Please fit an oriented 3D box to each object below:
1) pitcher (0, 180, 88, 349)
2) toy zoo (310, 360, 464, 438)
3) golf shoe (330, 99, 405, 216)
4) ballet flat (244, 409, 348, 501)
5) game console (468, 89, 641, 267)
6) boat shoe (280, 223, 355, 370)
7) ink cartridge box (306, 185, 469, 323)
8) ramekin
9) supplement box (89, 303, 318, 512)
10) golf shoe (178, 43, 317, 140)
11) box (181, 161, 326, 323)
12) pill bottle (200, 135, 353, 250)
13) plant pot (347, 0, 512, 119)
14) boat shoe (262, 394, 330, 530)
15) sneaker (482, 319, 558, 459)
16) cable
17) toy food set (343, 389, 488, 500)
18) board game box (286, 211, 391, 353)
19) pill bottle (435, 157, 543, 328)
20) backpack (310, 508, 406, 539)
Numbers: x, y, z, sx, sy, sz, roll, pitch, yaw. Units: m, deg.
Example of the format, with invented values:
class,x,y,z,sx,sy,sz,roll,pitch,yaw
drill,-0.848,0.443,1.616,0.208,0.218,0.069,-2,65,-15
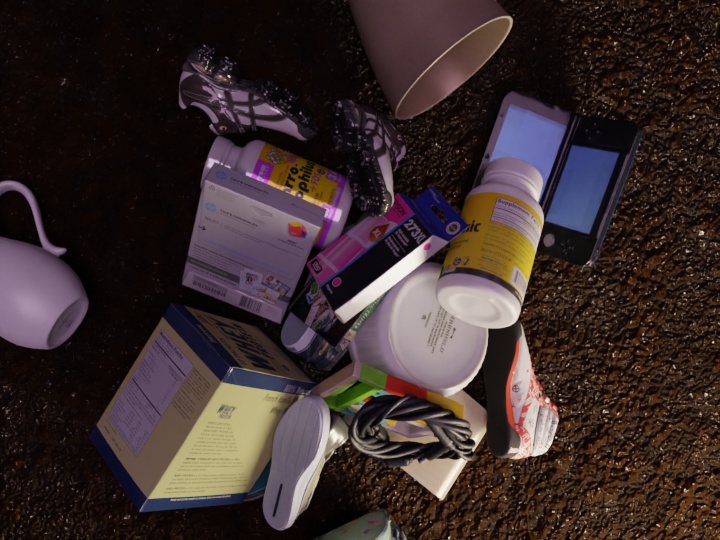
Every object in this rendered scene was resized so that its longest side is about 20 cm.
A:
class,x,y,z,sx,sy,sz,roll,pitch,yaw
pitcher,-0.452,-0.008,0.869,0.198,0.121,0.174,34,79,3
toy zoo,0.046,0.180,0.859,0.196,0.131,0.021,24,57,-19
golf shoe,0.026,-0.151,0.845,0.092,0.203,0.079,2,138,-22
ballet flat,-0.098,0.283,0.954,0.199,0.068,0.064,-39,123,8
game console,0.260,-0.131,0.905,0.116,0.170,0.205,14,98,-33
boat shoe,-0.033,0.038,0.931,0.091,0.070,0.203,41,75,-41
ink cartridge box,0.032,-0.030,0.823,0.198,0.095,0.037,-36,139,-1
ramekin,0.085,0.082,0.890,0.197,0.094,0.209,4,80,-24
supplement box,-0.197,0.180,0.848,0.133,0.199,0.202,36,95,31
golf shoe,-0.154,-0.217,0.886,0.197,0.078,0.096,29,112,-6
box,-0.146,-0.028,0.862,0.152,0.042,0.202,21,136,-6
pill bottle,-0.111,-0.108,0.880,0.195,0.104,0.107,21,96,-7
plant pot,0.065,-0.338,0.839,0.185,0.187,0.203,-34,85,1
boat shoe,-0.081,0.252,0.878,0.071,0.062,0.205,28,111,23
sneaker,0.242,0.174,0.973,0.106,0.067,0.208,11,77,-33
cable,0.067,0.214,0.835,0.158,0.202,0.052,4,57,13
toy food set,0.090,0.222,0.972,0.199,0.060,0.145,39,82,-10
board game box,0.000,0.000,0.855,0.201,0.104,0.024,-51,140,-9
pill bottle,0.174,-0.040,0.842,0.109,0.111,0.204,26,66,-8
backpack,0.000,0.447,0.916,0.172,0.200,0.157,-21,99,0
